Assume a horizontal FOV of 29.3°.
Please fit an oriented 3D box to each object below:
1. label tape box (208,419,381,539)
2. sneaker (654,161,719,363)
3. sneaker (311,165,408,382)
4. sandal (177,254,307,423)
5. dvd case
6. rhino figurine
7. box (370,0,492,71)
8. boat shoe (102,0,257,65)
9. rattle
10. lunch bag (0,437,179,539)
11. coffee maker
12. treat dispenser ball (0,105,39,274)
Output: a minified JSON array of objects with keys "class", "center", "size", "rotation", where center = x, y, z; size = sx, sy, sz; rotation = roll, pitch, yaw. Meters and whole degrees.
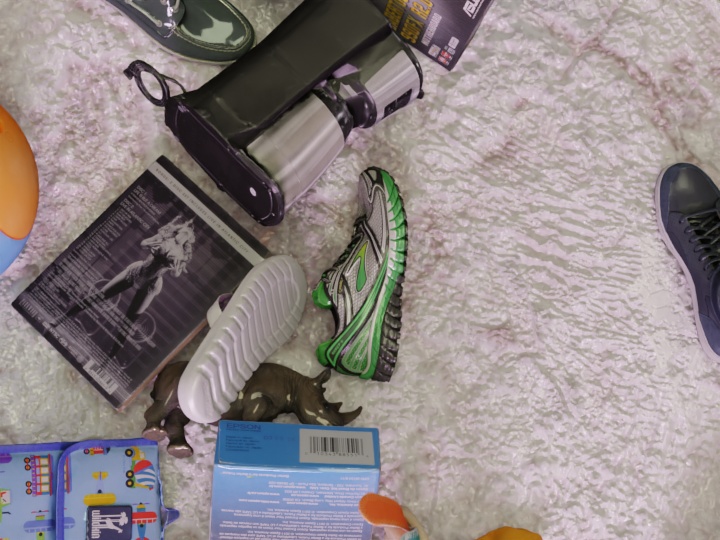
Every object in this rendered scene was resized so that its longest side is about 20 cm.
[{"class":"label tape box","center":[-0.064,0.232,1.237],"size":[0.144,0.063,0.200],"rotation":[4,123,-5]},{"class":"sneaker","center":[0.344,-0.019,1.285],"size":[0.077,0.146,0.203],"rotation":[-17,83,-6]},{"class":"sneaker","center":[0.000,0.000,1.281],"size":[0.085,0.078,0.200],"rotation":[6,82,-2]},{"class":"sandal","center":[-0.113,0.052,1.237],"size":[0.050,0.083,0.203],"rotation":[4,36,30]},{"class":"dvd case","center":[-0.202,0.009,1.274],"size":[0.149,0.016,0.200],"rotation":[41,81,16]},{"class":"rhino figurine","center":[-0.097,0.122,1.259],"size":[0.200,0.060,0.088],"rotation":[2,52,-6]},{"class":"box","center":[0.047,-0.273,1.260],"size":[0.158,0.200,0.048],"rotation":[33,77,-1]},{"class":"boat shoe","center":[-0.189,-0.260,1.305],"size":[0.200,0.062,0.073],"rotation":[30,79,-2]},{"class":"rattle","center":[0.088,0.235,1.200],"size":[0.143,0.130,0.200],"rotation":[-18,127,2]},{"class":"lunch bag","center":[-0.262,0.229,1.230],"size":[0.200,0.094,0.151],"rotation":[-1,81,-18]},{"class":"coffee maker","center":[-0.070,-0.174,1.256],"size":[0.200,0.135,0.192],"rotation":[-44,109,-19]},{"class":"treat dispenser ball","center":[-0.379,-0.071,1.190],"size":[0.200,0.201,0.201],"rotation":[1,82,-6]}]
